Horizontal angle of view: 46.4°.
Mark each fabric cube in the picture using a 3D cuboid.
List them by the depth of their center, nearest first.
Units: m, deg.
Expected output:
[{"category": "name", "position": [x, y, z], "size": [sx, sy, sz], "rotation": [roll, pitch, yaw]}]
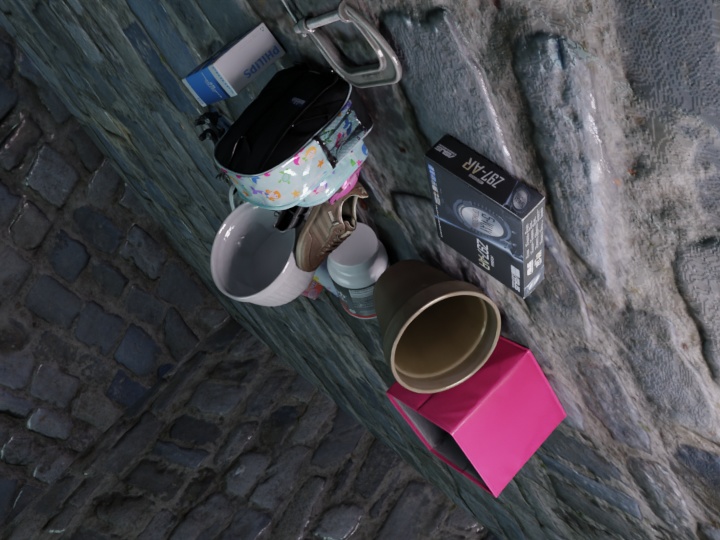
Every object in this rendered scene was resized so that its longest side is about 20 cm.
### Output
[{"category": "fabric cube", "position": [0.205, 0.237, 1.498], "size": [0.200, 0.199, 0.196], "rotation": [25, 156, 53]}]

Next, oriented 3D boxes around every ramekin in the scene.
[{"category": "ramekin", "position": [-0.172, -0.027, 1.568], "size": [0.200, 0.200, 0.105], "rotation": [34, -179, 38]}]

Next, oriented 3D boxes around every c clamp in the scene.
[{"category": "c clamp", "position": [-0.030, -0.294, 1.049], "size": [0.171, 0.027, 0.200], "rotation": [54, 164, -28]}]

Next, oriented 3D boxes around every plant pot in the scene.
[{"category": "plant pot", "position": [0.106, 0.073, 1.403], "size": [0.200, 0.200, 0.174], "rotation": [59, 177, -41]}]

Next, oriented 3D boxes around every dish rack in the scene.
[{"category": "dish rack", "position": [-0.154, -0.178, 1.481], "size": [0.200, 0.154, 0.055], "rotation": [38, -160, 26]}]

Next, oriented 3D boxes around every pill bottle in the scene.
[{"category": "pill bottle", "position": [0.000, 0.000, 1.585], "size": [0.116, 0.116, 0.200], "rotation": [38, 163, 27]}]

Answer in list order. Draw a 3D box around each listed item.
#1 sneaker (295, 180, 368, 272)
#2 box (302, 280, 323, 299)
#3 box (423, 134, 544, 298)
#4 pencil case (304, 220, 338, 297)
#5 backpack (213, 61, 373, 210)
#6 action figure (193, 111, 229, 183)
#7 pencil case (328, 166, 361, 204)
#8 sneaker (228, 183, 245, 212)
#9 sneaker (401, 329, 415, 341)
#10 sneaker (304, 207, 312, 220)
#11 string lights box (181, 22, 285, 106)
[{"category": "sneaker", "position": [-0.051, -0.071, 1.444], "size": [0.075, 0.070, 0.200], "rotation": [34, 120, 23]}, {"category": "box", "position": [-0.158, -0.034, 1.856], "size": [0.103, 0.095, 0.200], "rotation": [24, -167, -44]}, {"category": "box", "position": [0.165, -0.066, 1.096], "size": [0.160, 0.044, 0.200], "rotation": [38, 164, 27]}, {"category": "pencil case", "position": [-0.078, -0.023, 1.702], "size": [0.200, 0.091, 0.083], "rotation": [38, 168, -28]}, {"category": "backpack", "position": [-0.100, -0.176, 1.189], "size": [0.177, 0.200, 0.151], "rotation": [24, 152, 40]}, {"category": "action figure", "position": [-0.256, -0.228, 1.705], "size": [0.200, 0.102, 0.119], "rotation": [43, 154, 16]}, {"category": "pencil case", "position": [-0.083, -0.202, 1.339], "size": [0.200, 0.091, 0.094], "rotation": [45, 149, -8]}, {"category": "sneaker", "position": [-0.237, -0.133, 1.746], "size": [0.146, 0.081, 0.200], "rotation": [39, 169, 45]}, {"category": "sneaker", "position": [0.081, 0.097, 1.558], "size": [0.085, 0.075, 0.200], "rotation": [54, -156, 3]}, {"category": "sneaker", "position": [-0.132, -0.174, 1.606], "size": [0.200, 0.076, 0.105], "rotation": [48, -176, -10]}, {"category": "string lights box", "position": [-0.201, -0.316, 1.308], "size": [0.059, 0.103, 0.200], "rotation": [51, 164, -20]}]
